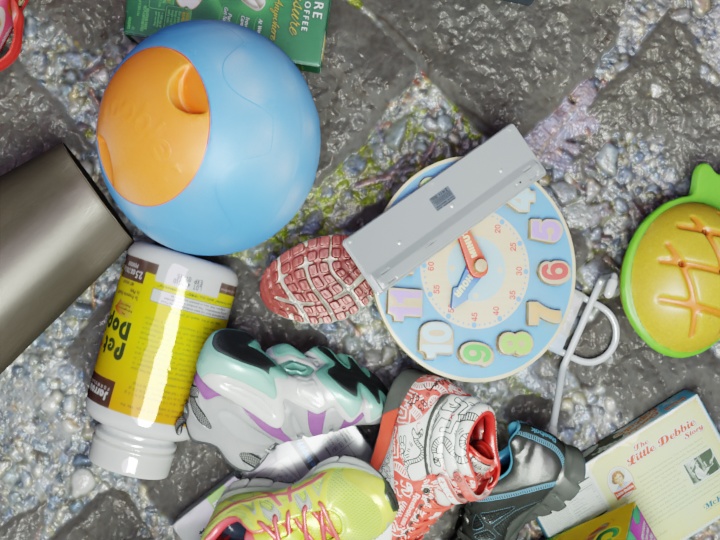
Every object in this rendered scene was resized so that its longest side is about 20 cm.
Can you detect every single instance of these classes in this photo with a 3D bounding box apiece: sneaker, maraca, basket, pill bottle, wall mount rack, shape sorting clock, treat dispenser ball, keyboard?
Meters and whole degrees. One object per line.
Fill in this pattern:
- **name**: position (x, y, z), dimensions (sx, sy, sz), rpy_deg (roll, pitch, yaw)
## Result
- **sneaker**: position (0.119, 0.220, 0.863), dimensions (0.081, 0.074, 0.201), rpy_deg (32, 111, -11)
- **sneaker**: position (0.059, 0.199, 0.816), dimensions (0.107, 0.067, 0.206), rpy_deg (17, 97, 40)
- **sneaker**: position (-0.057, 0.222, 0.792), dimensions (0.197, 0.090, 0.079), rpy_deg (-20, 101, 29)
- **maraca**: position (0.323, -0.011, 0.887), dimensions (0.137, 0.107, 0.201), rpy_deg (45, 73, -14)
- **sneaker**: position (-0.074, 0.139, 0.846), dimensions (0.197, 0.078, 0.142), rpy_deg (19, 113, -24)
- **basket**: position (-0.320, -0.013, 0.845), dimensions (0.199, 0.137, 0.181), rpy_deg (-38, 63, -8)
- **pill bottle**: position (-0.188, 0.083, 0.858), dimensions (0.107, 0.109, 0.205), rpy_deg (15, 88, -2)
- **wall mount rack**: position (0.157, 0.060, 0.891), dimensions (0.197, 0.075, 0.177), rpy_deg (24, 89, -1)
- **shape sorting clock**: position (0.104, -0.002, 0.834), dimensions (0.195, 0.039, 0.205), rpy_deg (1, 86, -8)
- **treat dispenser ball**: position (-0.133, -0.116, 0.819), dimensions (0.196, 0.201, 0.206), rpy_deg (0, 89, -2)
- **keyboard**: position (0.077, -0.057, 0.816), dimensions (0.198, 0.011, 0.057), rpy_deg (-35, 81, -16)
- **sneaker**: position (0.000, 0.000, 0.878), dimensions (0.196, 0.082, 0.080), rpy_deg (-15, 89, -12)

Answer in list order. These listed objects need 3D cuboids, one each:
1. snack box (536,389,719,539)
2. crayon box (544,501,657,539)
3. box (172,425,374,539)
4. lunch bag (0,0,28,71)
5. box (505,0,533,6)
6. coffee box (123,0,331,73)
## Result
- **snack box**: position (0.271, 0.220, 0.911), dimensions (0.197, 0.037, 0.118), rpy_deg (-30, 91, -3)
- **crayon box**: position (0.165, 0.299, 0.795), dimensions (0.171, 0.200, 0.059), rpy_deg (-35, 90, 27)
- **box**: position (-0.058, 0.244, 0.895), dimensions (0.198, 0.041, 0.157), rpy_deg (-36, 90, -2)
- **lunch bag**: position (-0.396, -0.255, 0.870), dimensions (0.174, 0.082, 0.203), rpy_deg (29, 87, -2)
- **box**: position (0.138, -0.377, 0.837), dimensions (0.121, 0.200, 0.201), rpy_deg (12, 88, -3)
- **coffee box**: position (-0.124, -0.269, 0.901), dimensions (0.195, 0.044, 0.126), rpy_deg (7, 89, -2)
